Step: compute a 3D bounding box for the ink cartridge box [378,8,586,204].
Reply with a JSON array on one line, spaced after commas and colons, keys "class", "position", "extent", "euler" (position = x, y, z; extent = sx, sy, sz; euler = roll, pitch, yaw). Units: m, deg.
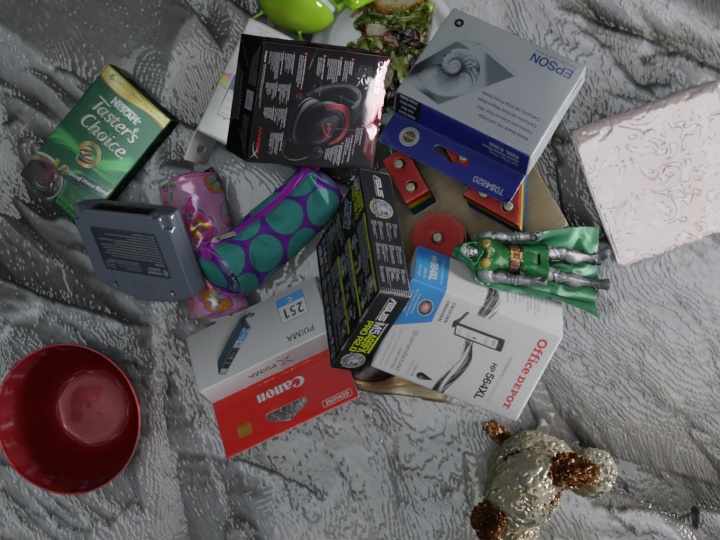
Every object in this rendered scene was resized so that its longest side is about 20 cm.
[{"class": "ink cartridge box", "position": [0.150, -0.210, 1.444], "extent": [0.199, 0.041, 0.200], "euler": [27, 76, 18]}]

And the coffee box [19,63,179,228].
[{"class": "coffee box", "position": [-0.358, -0.168, 1.576], "extent": [0.123, 0.044, 0.200], "euler": [43, 96, 3]}]

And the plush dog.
[{"class": "plush dog", "position": [0.212, 0.265, 1.457], "extent": [0.200, 0.172, 0.161], "euler": [-37, 87, 8]}]

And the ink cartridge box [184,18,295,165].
[{"class": "ink cartridge box", "position": [-0.149, -0.218, 1.512], "extent": [0.067, 0.117, 0.201], "euler": [27, 95, 6]}]

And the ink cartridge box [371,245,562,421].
[{"class": "ink cartridge box", "position": [0.133, 0.079, 1.424], "extent": [0.199, 0.084, 0.146], "euler": [21, 121, -4]}]

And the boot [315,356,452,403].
[{"class": "boot", "position": [0.045, 0.083, 1.535], "extent": [0.199, 0.072, 0.167], "euler": [7, 83, 6]}]

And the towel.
[{"class": "towel", "position": [0.396, -0.125, 1.493], "extent": [0.199, 0.032, 0.192], "euler": [-19, 90, 8]}]

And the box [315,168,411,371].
[{"class": "box", "position": [0.000, 0.000, 1.441], "extent": [0.044, 0.201, 0.160], "euler": [10, 137, -22]}]

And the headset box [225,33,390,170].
[{"class": "headset box", "position": [-0.056, -0.209, 1.446], "extent": [0.199, 0.075, 0.149], "euler": [0, 108, -29]}]

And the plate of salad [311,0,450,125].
[{"class": "plate of salad", "position": [0.031, -0.294, 1.523], "extent": [0.199, 0.048, 0.201], "euler": [0, 92, 6]}]

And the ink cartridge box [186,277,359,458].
[{"class": "ink cartridge box", "position": [-0.118, 0.126, 1.515], "extent": [0.199, 0.045, 0.177], "euler": [-26, 54, 7]}]

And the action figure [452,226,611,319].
[{"class": "action figure", "position": [0.205, -0.010, 1.398], "extent": [0.199, 0.055, 0.119], "euler": [6, 69, -14]}]

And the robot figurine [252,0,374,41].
[{"class": "robot figurine", "position": [-0.060, -0.396, 1.490], "extent": [0.175, 0.116, 0.201], "euler": [29, 88, 15]}]

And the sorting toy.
[{"class": "sorting toy", "position": [0.130, -0.095, 1.475], "extent": [0.199, 0.070, 0.199], "euler": [-29, 68, 7]}]

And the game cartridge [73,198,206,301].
[{"class": "game cartridge", "position": [-0.288, -0.025, 1.510], "extent": [0.199, 0.042, 0.134], "euler": [8, 129, 39]}]

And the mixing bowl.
[{"class": "mixing bowl", "position": [-0.378, 0.193, 1.559], "extent": [0.199, 0.108, 0.201], "euler": [0, 93, 7]}]

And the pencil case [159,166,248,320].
[{"class": "pencil case", "position": [-0.210, -0.035, 1.547], "extent": [0.087, 0.087, 0.201], "euler": [-15, 89, 7]}]

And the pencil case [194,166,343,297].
[{"class": "pencil case", "position": [-0.117, -0.053, 1.496], "extent": [0.200, 0.093, 0.085], "euler": [-42, 45, -21]}]
